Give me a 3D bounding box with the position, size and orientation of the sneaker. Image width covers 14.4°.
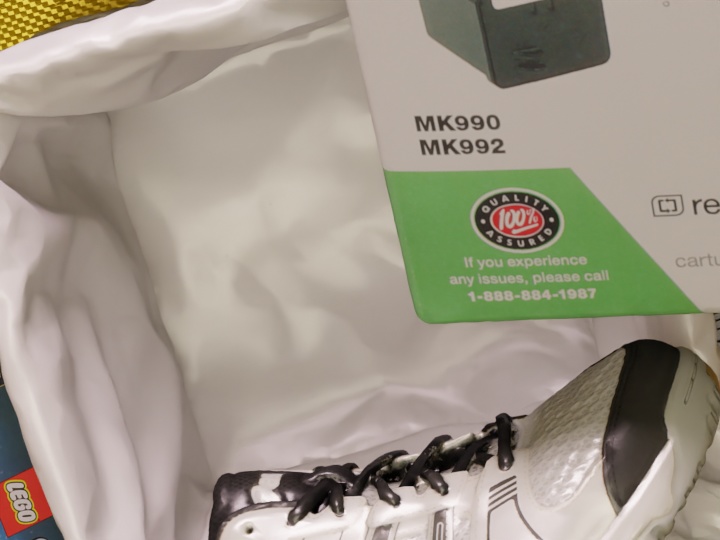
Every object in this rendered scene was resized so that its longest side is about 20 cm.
[{"bbox_3d":[0.005,0.077,0.763,0.200,0.076,0.088,-42,97,10],"label":"sneaker"}]

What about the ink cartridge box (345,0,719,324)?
[{"bbox_3d":[0.068,-0.093,0.668,0.145,0.084,0.201,-3,125,17],"label":"ink cartridge box"}]

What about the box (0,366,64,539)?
[{"bbox_3d":[-0.159,0.094,0.921,0.136,0.038,0.201,-25,101,-27],"label":"box"}]

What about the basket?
[{"bbox_3d":[0.000,0.000,0.865,0.197,0.161,0.201,-16,99,6],"label":"basket"}]
